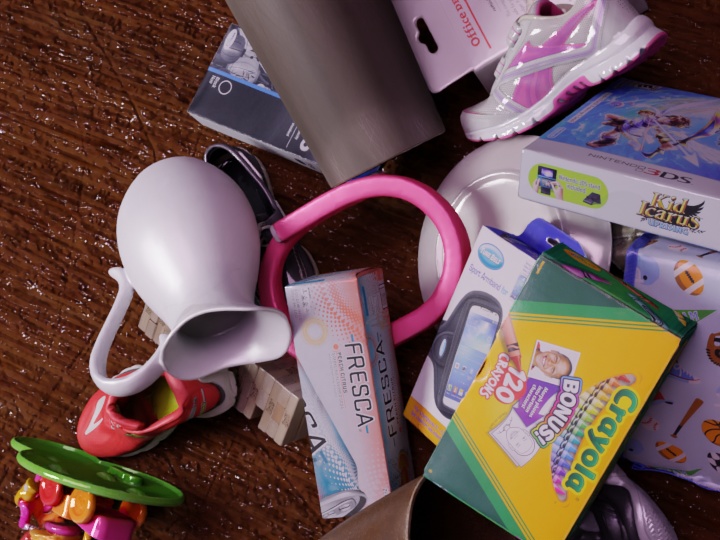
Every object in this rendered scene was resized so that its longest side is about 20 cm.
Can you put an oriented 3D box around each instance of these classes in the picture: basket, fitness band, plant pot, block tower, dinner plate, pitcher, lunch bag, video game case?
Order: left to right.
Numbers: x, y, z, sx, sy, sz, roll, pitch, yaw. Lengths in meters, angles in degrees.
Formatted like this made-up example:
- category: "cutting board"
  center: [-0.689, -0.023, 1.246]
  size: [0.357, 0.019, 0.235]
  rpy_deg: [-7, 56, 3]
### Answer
- category: "pitcher"
  center: [-0.162, 0.007, 1.371]
  size: [0.171, 0.121, 0.200]
  rpy_deg: [-22, 49, 0]
- category: "block tower"
  center: [-0.115, 0.073, 1.431]
  size: [0.200, 0.054, 0.058]
  rpy_deg: [38, 121, 28]
- category: "basket"
  center: [-0.019, -0.184, 1.391]
  size: [0.136, 0.180, 0.200]
  rpy_deg: [-26, 94, 6]
- category: "fitness band"
  center: [0.000, 0.000, 1.374]
  size: [0.200, 0.037, 0.144]
  rpy_deg: [-28, 85, 23]
- category: "plant pot"
  center: [0.009, 0.274, 1.269]
  size: [0.200, 0.187, 0.187]
  rpy_deg: [-24, 65, 28]
- category: "dinner plate"
  center: [0.121, -0.016, 1.351]
  size: [0.200, 0.024, 0.201]
  rpy_deg: [-6, 80, 39]
- category: "video game case"
  center: [0.248, -0.089, 1.268]
  size: [0.181, 0.200, 0.046]
  rpy_deg: [18, 121, 26]
- category: "lunch bag"
  center: [0.284, 0.074, 1.227]
  size: [0.170, 0.124, 0.201]
  rpy_deg: [12, 113, 25]

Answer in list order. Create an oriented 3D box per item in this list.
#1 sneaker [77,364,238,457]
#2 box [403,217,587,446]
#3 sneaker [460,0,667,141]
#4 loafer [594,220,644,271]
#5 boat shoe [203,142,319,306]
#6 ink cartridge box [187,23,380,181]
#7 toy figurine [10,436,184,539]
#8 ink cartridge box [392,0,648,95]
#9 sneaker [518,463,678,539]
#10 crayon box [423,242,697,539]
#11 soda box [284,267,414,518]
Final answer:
- category: "sneaker"
  center: [-0.198, 0.117, 1.420]
  size: [0.200, 0.085, 0.077]
  rpy_deg: [-29, 80, 40]
- category: "box"
  center: [0.112, 0.056, 1.289]
  size: [0.119, 0.041, 0.201]
  rpy_deg: [38, 111, 54]
- category: "sneaker"
  center: [0.157, -0.178, 1.349]
  size: [0.200, 0.081, 0.088]
  rpy_deg: [-32, 88, 34]
- category: "loafer"
  center: [0.240, -0.028, 1.319]
  size: [0.200, 0.075, 0.070]
  rpy_deg: [14, 90, 36]
- category: "boat shoe"
  center: [-0.095, -0.030, 1.460]
  size: [0.073, 0.063, 0.200]
  rpy_deg: [-28, 66, 10]
- category: "ink cartridge box"
  center: [-0.059, -0.154, 1.499]
  size: [0.200, 0.039, 0.100]
  rpy_deg: [23, 83, 27]
- category: "toy figurine"
  center: [-0.265, 0.259, 1.419]
  size: [0.200, 0.150, 0.185]
  rpy_deg: [16, 90, 48]
- category: "ink cartridge box"
  center: [0.136, -0.237, 1.425]
  size: [0.200, 0.067, 0.117]
  rpy_deg: [-29, 65, 11]
- category: "sneaker"
  center: [0.151, 0.177, 1.282]
  size: [0.114, 0.075, 0.200]
  rpy_deg: [-43, 61, 5]
- category: "crayon box"
  center: [0.145, 0.096, 1.186]
  size: [0.119, 0.058, 0.200]
  rpy_deg: [32, 110, 15]
- category: "soda box"
  center: [-0.007, 0.101, 1.341]
  size: [0.068, 0.064, 0.201]
  rpy_deg: [-8, 94, 22]
